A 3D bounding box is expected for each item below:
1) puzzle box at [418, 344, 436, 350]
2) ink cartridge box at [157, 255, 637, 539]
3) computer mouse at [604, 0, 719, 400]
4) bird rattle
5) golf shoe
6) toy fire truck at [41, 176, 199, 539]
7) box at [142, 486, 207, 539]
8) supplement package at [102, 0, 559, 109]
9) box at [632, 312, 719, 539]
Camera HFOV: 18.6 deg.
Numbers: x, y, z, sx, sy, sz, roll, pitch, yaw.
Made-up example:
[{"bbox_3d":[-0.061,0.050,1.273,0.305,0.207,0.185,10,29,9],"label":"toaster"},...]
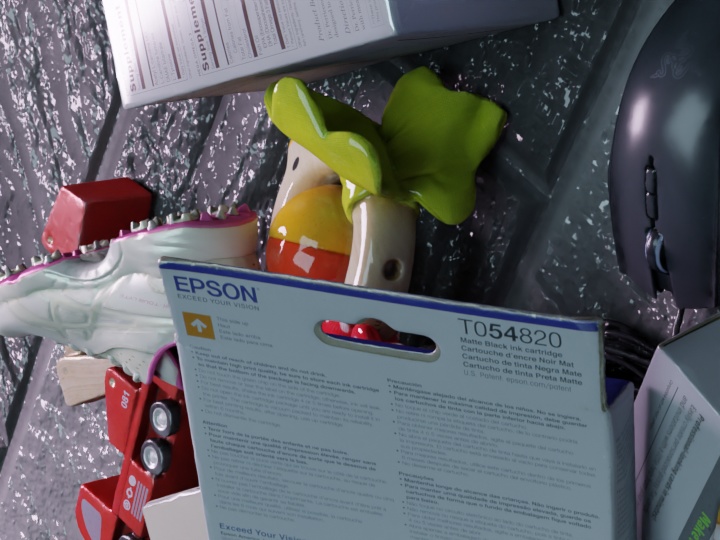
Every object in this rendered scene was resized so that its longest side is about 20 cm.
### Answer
[{"bbox_3d":[0.065,0.148,1.074,0.200,0.025,0.133,47,128,30],"label":"puzzle box"},{"bbox_3d":[0.020,0.077,0.950,0.200,0.041,0.200,9,128,20],"label":"ink cartridge box"},{"bbox_3d":[0.154,-0.015,0.935,0.140,0.046,0.200,30,118,40],"label":"computer mouse"},{"bbox_3d":[0.000,0.000,1.075,0.163,0.113,0.200,-162,72,-67],"label":"bird rattle"},{"bbox_3d":[-0.126,0.025,1.152,0.200,0.075,0.092,-14,92,45],"label":"golf shoe"},{"bbox_3d":[-0.135,0.064,1.252,0.141,0.049,0.200,37,123,37],"label":"toy fire truck"},{"bbox_3d":[-0.045,0.208,1.170,0.082,0.068,0.200,-20,82,46],"label":"box"},{"bbox_3d":[-0.023,-0.150,1.048,0.200,0.114,0.110,-9,92,46],"label":"supplement package"},{"bbox_3d":[0.178,0.139,0.907,0.200,0.041,0.156,51,151,26],"label":"box"}]
